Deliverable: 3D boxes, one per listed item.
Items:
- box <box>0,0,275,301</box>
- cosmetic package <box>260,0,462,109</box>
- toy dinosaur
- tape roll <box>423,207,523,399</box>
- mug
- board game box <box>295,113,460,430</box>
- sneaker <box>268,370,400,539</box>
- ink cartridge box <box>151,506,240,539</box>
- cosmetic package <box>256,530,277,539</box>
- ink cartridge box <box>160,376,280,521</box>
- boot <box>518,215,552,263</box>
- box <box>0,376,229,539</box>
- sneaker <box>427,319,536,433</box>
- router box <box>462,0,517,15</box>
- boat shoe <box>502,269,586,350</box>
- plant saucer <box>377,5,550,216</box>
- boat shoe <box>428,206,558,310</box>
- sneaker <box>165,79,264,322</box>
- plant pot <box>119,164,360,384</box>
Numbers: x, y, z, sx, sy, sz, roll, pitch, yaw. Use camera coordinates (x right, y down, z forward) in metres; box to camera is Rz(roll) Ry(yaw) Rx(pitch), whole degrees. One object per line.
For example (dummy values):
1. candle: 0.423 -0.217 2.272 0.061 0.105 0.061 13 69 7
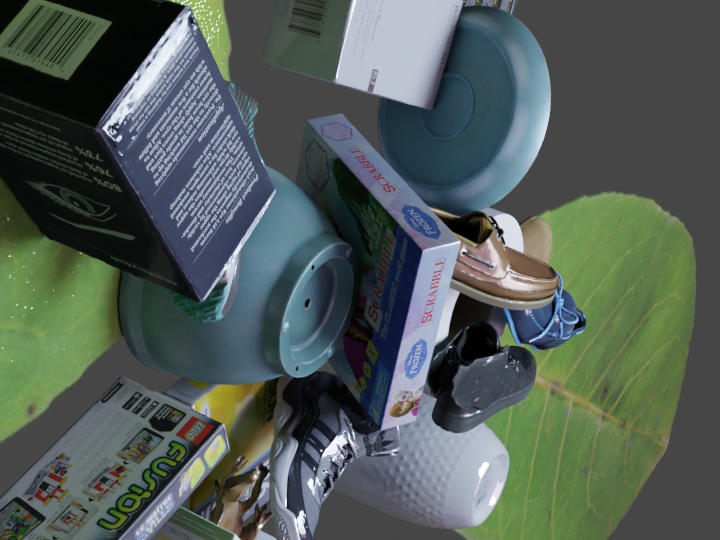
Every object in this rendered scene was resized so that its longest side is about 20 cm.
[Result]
1. box: -0.165 -0.090 0.933 0.104 0.148 0.200 -58 153 -22
2. cosmetic package: 0.006 -0.213 1.240 0.200 0.081 0.113 -1 108 -61
3. toy dinosaur: -0.118 0.232 1.232 0.101 0.058 0.200 -61 165 -56
4. tape roll: 0.060 0.016 1.446 0.203 0.139 0.203 -44 145 -42
5. mug: 0.081 0.203 1.581 0.200 0.175 0.148 -18 125 -58
6. board game box: 0.000 0.000 1.230 0.041 0.200 0.200 -12 132 -29
7. sneaker: -0.021 0.166 1.260 0.076 0.114 0.200 86 5 -47
8. ink cartridge box: -0.200 0.278 1.136 0.200 0.145 0.048 -57 149 -22
9. cosmetic package: -0.121 0.332 1.373 0.200 0.108 0.085 -8 116 -59
10. ink cartridge box: -0.114 0.152 1.322 0.200 0.047 0.198 -35 139 -47
11. boot: 0.173 0.038 1.764 0.200 0.066 0.175 -30 137 -55
12. box: -0.205 0.175 1.092 0.200 0.110 0.035 -47 147 -36
13. sneaker: 0.127 0.093 1.405 0.200 0.060 0.104 -30 139 -47
14. router box: 0.107 -0.263 1.427 0.149 0.051 0.200 -8 116 -63
15. boat shoe: 0.189 0.035 1.456 0.200 0.069 0.084 12 62 -73
16. plant saucer: 0.087 -0.151 1.317 0.027 0.200 0.200 7 103 -48
17. boat shoe: 0.107 -0.016 1.289 0.200 0.072 0.068 11 114 -31
18. sneaker: -0.104 -0.059 1.073 0.091 0.078 0.200 11 75 -55
19. plant pot: -0.085 0.012 1.174 0.200 0.134 0.200 -41 142 -42
